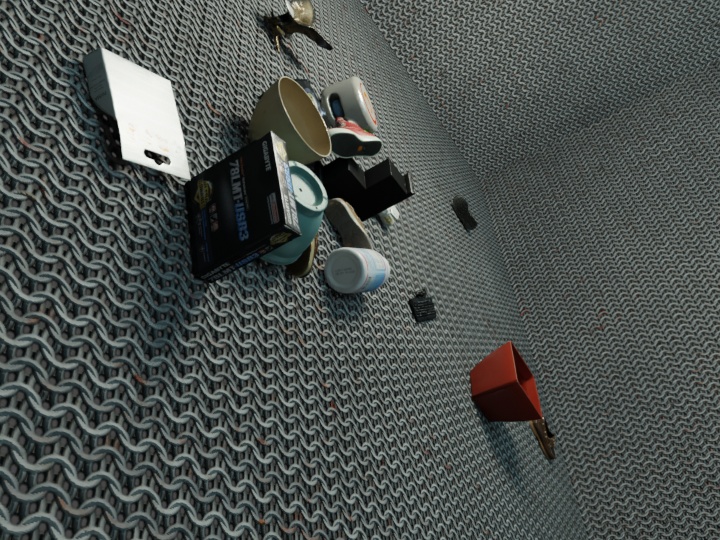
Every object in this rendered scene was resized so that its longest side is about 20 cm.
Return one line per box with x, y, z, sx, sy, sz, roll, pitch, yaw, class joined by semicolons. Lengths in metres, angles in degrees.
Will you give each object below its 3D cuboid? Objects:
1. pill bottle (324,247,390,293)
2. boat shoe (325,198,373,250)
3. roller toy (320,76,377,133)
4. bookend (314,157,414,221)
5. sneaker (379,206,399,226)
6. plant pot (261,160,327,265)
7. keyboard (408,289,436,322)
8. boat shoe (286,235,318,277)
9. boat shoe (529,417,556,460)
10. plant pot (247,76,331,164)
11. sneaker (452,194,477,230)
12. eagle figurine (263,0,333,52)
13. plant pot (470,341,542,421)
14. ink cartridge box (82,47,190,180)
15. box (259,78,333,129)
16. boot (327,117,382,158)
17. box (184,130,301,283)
0.000;0.000;1.512;0.200;0.109;0.109;2;65;-67;pill bottle
-0.018;-0.106;1.636;0.200;0.076;0.072;63;19;-8;boat shoe
-0.040;-0.496;1.916;0.200;0.139;0.183;-95;161;-46;roller toy
0.010;-0.252;1.687;0.200;0.198;0.092;44;30;-40;bookend
0.073;-0.194;1.938;0.116;0.074;0.200;61;20;-2;sneaker
-0.150;-0.131;1.217;0.200;0.134;0.201;34;36;-29;plant pot
0.207;0.106;1.968;0.200;0.040;0.104;0;68;-67;keyboard
-0.118;-0.054;1.357;0.072;0.072;0.200;46;23;-40;boat shoe
0.785;0.707;2.600;0.200;0.070;0.070;62;21;-10;boat shoe
-0.177;-0.320;1.417;0.200;0.134;0.201;49;26;-34;plant pot
0.507;-0.295;3.074;0.200;0.076;0.088;58;8;-26;sneaker
-0.182;-0.735;1.845;0.151;0.200;0.152;33;-51;51;eagle figurine
0.483;0.398;2.097;0.200;0.176;0.200;53;25;-26;plant pot
-0.370;-0.251;1.035;0.160;0.047;0.200;11;62;-64;ink cartridge box
-0.152;-0.393;1.620;0.200;0.086;0.164;62;21;-7;box
-0.054;-0.362;1.627;0.200;0.072;0.144;-5;42;-49;boot
-0.203;-0.106;1.040;0.050;0.198;0.200;30;41;-52;box
